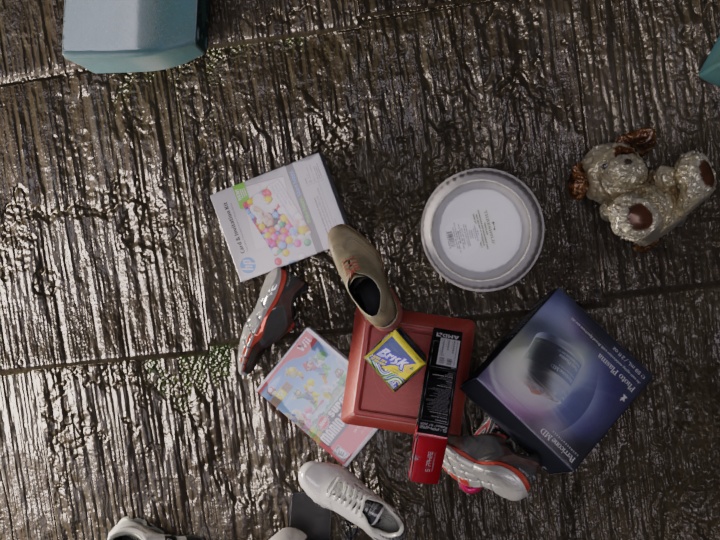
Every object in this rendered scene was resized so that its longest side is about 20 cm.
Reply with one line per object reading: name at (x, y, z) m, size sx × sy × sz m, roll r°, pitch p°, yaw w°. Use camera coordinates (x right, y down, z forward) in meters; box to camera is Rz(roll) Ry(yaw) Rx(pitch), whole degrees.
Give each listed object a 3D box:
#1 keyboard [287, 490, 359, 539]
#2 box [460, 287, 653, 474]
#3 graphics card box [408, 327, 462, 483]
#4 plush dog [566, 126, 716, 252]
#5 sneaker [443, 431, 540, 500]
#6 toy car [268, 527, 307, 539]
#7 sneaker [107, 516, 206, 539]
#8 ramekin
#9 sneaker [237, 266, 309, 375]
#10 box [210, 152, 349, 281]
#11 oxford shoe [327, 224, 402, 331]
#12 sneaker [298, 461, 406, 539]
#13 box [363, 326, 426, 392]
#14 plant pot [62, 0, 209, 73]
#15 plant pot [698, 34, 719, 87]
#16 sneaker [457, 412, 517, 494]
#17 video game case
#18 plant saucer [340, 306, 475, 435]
keyboard at (-0.064, 0.474, 1.640) m, size 0.127 × 0.021 × 0.201 m, roll 5°, pitch 95°, yaw 14°
box at (0.298, 0.171, 1.484) m, size 0.200 × 0.123 × 0.198 m, roll 43°, pitch 77°, yaw 4°
graphics card box at (0.113, 0.200, 1.448) m, size 0.051 × 0.200 × 0.126 m, roll 8°, pitch 136°, yaw 5°
plush dog at (0.413, -0.126, 1.491) m, size 0.200 × 0.161 × 0.172 m, roll -32°, pitch 72°, yaw -18°
sneaker at (0.191, 0.285, 1.490) m, size 0.200 × 0.082 × 0.077 m, roll 18°, pitch 141°, yaw 42°
toy car at (-0.128, 0.534, 1.572) m, size 0.200 × 0.150 × 0.175 m, roll -40°, pitch 82°, yaw 13°
sneaker at (-0.338, 0.484, 1.650) m, size 0.199 × 0.089 × 0.074 m, roll 14°, pitch 94°, yaw 6°
ramekin at (0.191, -0.063, 1.527) m, size 0.199 × 0.105 × 0.201 m, roll 1°, pitch 94°, yaw 9°
sneaker at (-0.142, 0.095, 1.605) m, size 0.082 × 0.077 × 0.200 m, roll 19°, pitch 111°, yaw -19°
box at (-0.130, -0.088, 1.608) m, size 0.199 × 0.041 × 0.156 m, roll -20°, pitch 90°, yaw 10°
oxford shoe at (0.000, 0.000, 1.513) m, size 0.070 × 0.075 × 0.200 m, roll -37°, pitch 64°, yaw 9°
sneaker at (-0.011, 0.373, 1.586) m, size 0.200 × 0.081 × 0.077 m, roll 31°, pitch 76°, yaw 2°
box at (0.055, 0.130, 1.464) m, size 0.064 × 0.200 × 0.070 m, roll -42°, pitch 86°, yaw 2°
plant pot at (-0.347, -0.420, 1.553) m, size 0.199 × 0.196 × 0.197 m, roll 4°, pitch 94°, yaw 0°
plant pot at (0.603, -0.326, 1.401) m, size 0.141 × 0.200 × 0.142 m, roll 28°, pitch 98°, yaw 6°
sneaker at (0.222, 0.273, 1.556) m, size 0.080 × 0.075 × 0.200 m, roll 27°, pitch 96°, yaw 7°
video game case at (-0.055, 0.211, 1.624) m, size 0.200 × 0.017 × 0.143 m, roll 40°, pitch 98°, yaw 5°
plant saucer at (0.076, 0.167, 1.580) m, size 0.199 × 0.037 × 0.200 m, roll 8°, pitch 90°, yaw 6°
